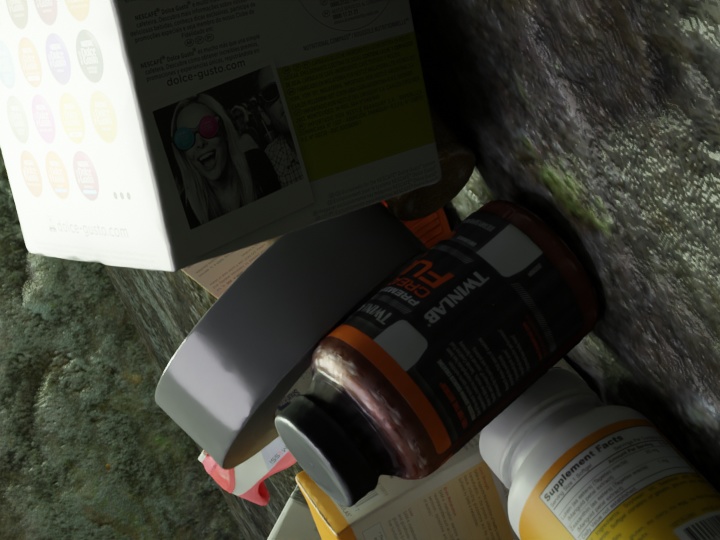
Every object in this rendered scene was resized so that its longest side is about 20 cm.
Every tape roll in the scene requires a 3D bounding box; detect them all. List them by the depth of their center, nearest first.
[{"bbox_3d":[-0.043,0.039,1.168,0.066,0.200,0.200,44,164,9],"label":"tape roll"}]

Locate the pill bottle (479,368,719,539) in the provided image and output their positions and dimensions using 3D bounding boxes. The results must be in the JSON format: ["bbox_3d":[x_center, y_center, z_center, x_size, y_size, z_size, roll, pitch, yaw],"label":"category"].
[{"bbox_3d":[0.160,0.154,1.077,0.200,0.111,0.111,49,163,38],"label":"pill bottle"}]

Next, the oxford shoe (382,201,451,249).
[{"bbox_3d":[0.019,-0.053,1.291,0.201,0.071,0.073,62,-172,5],"label":"oxford shoe"}]

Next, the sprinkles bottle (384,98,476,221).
[{"bbox_3d":[-0.004,-0.126,1.179,0.200,0.068,0.068,53,166,24],"label":"sprinkles bottle"}]

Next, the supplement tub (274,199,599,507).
[{"bbox_3d":[0.044,0.054,1.075,0.107,0.200,0.107,44,162,19],"label":"supplement tub"}]

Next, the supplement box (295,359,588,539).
[{"bbox_3d":[0.070,0.152,1.209,0.074,0.199,0.126,47,162,51],"label":"supplement box"}]

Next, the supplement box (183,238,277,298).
[{"bbox_3d":[-0.099,-0.029,1.496,0.200,0.073,0.126,42,-161,-38],"label":"supplement box"}]

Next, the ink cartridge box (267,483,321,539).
[{"bbox_3d":[0.016,0.209,1.448,0.145,0.200,0.084,26,160,8],"label":"ink cartridge box"}]

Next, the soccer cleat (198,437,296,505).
[{"bbox_3d":[-0.058,0.117,1.484,0.076,0.200,0.067,37,-154,-8],"label":"soccer cleat"}]

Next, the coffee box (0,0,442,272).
[{"bbox_3d":[-0.099,-0.126,1.070,0.199,0.199,0.199,6,111,54],"label":"coffee box"}]
